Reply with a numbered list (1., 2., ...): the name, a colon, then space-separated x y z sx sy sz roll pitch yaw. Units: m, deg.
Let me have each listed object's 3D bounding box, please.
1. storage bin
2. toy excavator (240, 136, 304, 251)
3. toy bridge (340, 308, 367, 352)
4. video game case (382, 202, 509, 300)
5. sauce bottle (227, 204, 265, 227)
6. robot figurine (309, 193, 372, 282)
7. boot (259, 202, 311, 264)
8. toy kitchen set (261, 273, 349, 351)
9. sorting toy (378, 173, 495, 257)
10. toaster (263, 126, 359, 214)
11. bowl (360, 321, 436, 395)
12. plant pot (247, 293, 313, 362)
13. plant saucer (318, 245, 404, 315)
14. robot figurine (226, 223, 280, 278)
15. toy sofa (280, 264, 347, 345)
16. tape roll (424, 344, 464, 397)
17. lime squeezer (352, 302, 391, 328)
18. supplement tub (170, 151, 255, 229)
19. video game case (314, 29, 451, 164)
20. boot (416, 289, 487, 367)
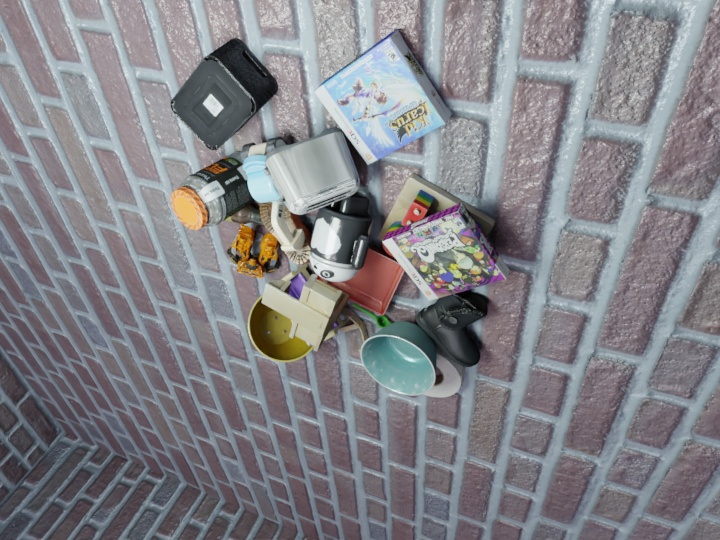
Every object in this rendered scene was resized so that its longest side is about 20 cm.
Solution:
1. storage bin: -0.286 -0.361 1.183 0.135 0.094 0.200 47 137 -16
2. toy excavator: -0.186 -0.162 1.250 0.100 0.201 0.194 -2 160 32
3. toy bridge: -0.026 0.151 1.564 0.067 0.027 0.200 -22 115 41
4. video game case: 0.172 -0.031 1.162 0.200 0.036 0.181 -19 119 41
5. sauce bottle: -0.315 -0.151 1.420 0.200 0.065 0.065 19 137 15
6. robot figurine: -0.045 -0.074 1.256 0.124 0.150 0.201 13 107 -5
7. boot: -0.170 -0.103 1.372 0.075 0.107 0.200 -32 83 14
8. toy kitchen set: -0.117 0.043 1.349 0.163 0.181 0.200 28 137 5
9. sorting toy: 0.148 -0.072 1.217 0.200 0.070 0.199 30 138 2
10. toaster: -0.087 -0.199 1.146 0.129 0.200 0.114 67 167 1
11. bowl: 0.111 0.206 1.427 0.200 0.105 0.201 17 132 20
12. plant pot: -0.224 0.155 1.586 0.200 0.200 0.142 40 160 -9
13. plant saucer: 0.000 0.000 1.399 0.199 0.037 0.200 27 139 6
14. robot figurine: -0.277 -0.042 1.479 0.145 0.058 0.200 16 148 -8
15. toy sofa: -0.135 0.093 1.492 0.083 0.098 0.200 -32 95 45
16. tape roll: 0.182 0.266 1.544 0.202 0.037 0.203 16 135 16
17. lime squeezer: 0.054 0.144 1.501 0.071 0.038 0.200 13 149 42
18. supplement tub: -0.320 -0.179 1.284 0.122 0.200 0.123 21 131 26
19. video game case: 0.039 -0.316 1.069 0.200 0.045 0.181 -20 118 41
20. boot: 0.247 0.133 1.348 0.200 0.076 0.168 43 141 -3
